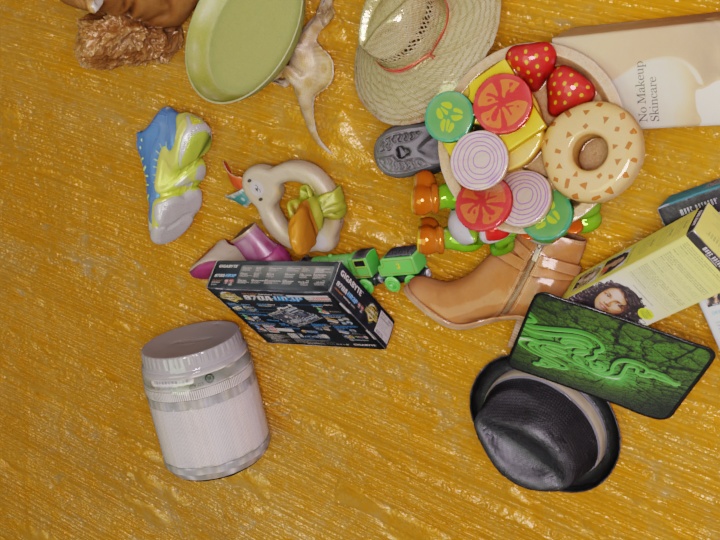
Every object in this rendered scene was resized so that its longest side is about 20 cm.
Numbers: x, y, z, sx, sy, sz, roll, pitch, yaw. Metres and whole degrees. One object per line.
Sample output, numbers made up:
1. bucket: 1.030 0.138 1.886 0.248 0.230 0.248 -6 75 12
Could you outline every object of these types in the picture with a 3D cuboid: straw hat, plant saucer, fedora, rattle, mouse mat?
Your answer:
1. straw hat: 0.045 -0.264 1.064 0.201 0.085 0.202 -13 69 36
2. plant saucer: -0.136 -0.294 1.209 0.200 0.031 0.200 -12 70 37
3. fedora: 0.209 0.200 1.203 0.200 0.092 0.201 13 116 28
4. rattle: -0.130 -0.077 1.283 0.200 0.143 0.130 24 140 16
5. mouse mat: 0.272 0.099 1.102 0.200 0.008 0.161 20 145 8

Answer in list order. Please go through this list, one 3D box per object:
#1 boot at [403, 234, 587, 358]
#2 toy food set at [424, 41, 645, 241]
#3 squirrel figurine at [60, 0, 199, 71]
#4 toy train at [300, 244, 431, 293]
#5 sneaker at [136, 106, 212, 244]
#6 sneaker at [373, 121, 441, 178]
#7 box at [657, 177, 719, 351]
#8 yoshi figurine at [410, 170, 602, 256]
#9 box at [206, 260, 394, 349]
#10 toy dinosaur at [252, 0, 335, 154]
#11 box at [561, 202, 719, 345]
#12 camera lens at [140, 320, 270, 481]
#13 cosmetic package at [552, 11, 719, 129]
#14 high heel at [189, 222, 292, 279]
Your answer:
1. boot: 0.159 -0.001 1.166 0.200 0.074 0.155 20 113 12
2. toy food set: 0.166 -0.129 0.991 0.198 0.049 0.200 -34 76 19
3. squirrel figurine: -0.301 -0.338 1.248 0.141 0.187 0.200 26 122 21
4. toy train: 0.000 0.000 1.283 0.200 0.042 0.056 -5 118 34
5. sneaker: -0.272 -0.140 1.395 0.105 0.076 0.200 39 119 28
6. sneaker: 0.117 -0.150 1.136 0.199 0.114 0.076 -10 101 7
7. box: 0.391 0.005 1.031 0.082 0.049 0.200 -21 98 37
8. yoshi figurine: 0.160 -0.072 1.080 0.200 0.112 0.112 -1 76 13
9. box: -0.078 0.046 1.297 0.200 0.046 0.159 0 150 32
10. toy dinosaur: -0.076 -0.241 1.225 0.101 0.058 0.200 18 119 24
11. box: 0.302 0.009 1.027 0.075 0.050 0.200 44 142 -6
12. camera lens: -0.224 0.191 1.438 0.160 0.160 0.200 0 110 33
13. cosmetic package: 0.300 -0.198 0.990 0.200 0.071 0.105 0 110 33
14. high heel: -0.165 -0.001 1.379 0.096 0.067 0.200 49 139 -13
